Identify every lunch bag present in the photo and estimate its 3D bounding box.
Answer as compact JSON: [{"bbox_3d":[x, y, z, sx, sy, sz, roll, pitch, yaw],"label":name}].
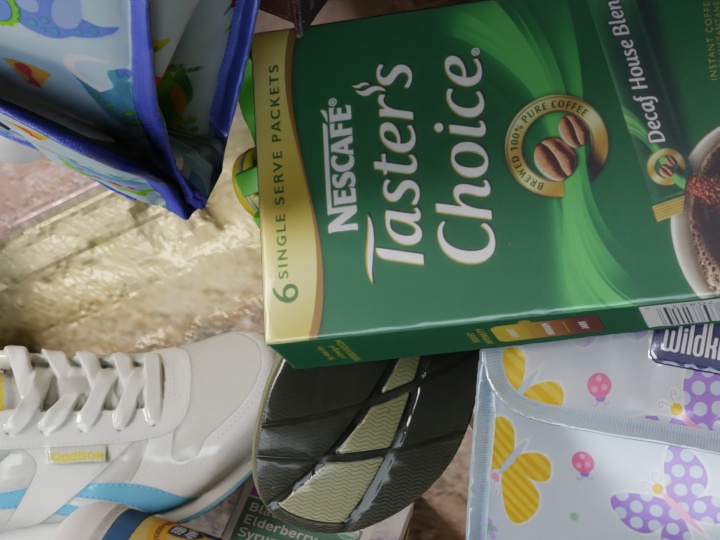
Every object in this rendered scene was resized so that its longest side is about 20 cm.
[{"bbox_3d":[0.132,0.046,0.892,0.169,0.127,0.201,13,119,14],"label":"lunch bag"},{"bbox_3d":[-0.120,-0.113,0.760,0.169,0.128,0.200,24,146,11],"label":"lunch bag"}]

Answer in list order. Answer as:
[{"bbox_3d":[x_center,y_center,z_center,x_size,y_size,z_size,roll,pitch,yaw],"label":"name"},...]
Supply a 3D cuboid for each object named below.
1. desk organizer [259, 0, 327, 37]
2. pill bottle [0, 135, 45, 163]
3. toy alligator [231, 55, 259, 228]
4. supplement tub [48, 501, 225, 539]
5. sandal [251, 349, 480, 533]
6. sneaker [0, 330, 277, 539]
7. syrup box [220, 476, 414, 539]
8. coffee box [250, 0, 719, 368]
[{"bbox_3d":[-0.042,-0.183,0.787,0.077,0.072,0.201,22,146,20],"label":"desk organizer"},{"bbox_3d":[-0.157,-0.109,0.903,0.199,0.112,0.113,22,132,6],"label":"pill bottle"},{"bbox_3d":[0.000,0.000,0.958,0.059,0.054,0.200,-20,117,35],"label":"toy alligator"},{"bbox_3d":[-0.046,0.192,0.965,0.199,0.145,0.145,18,132,6],"label":"supplement tub"},{"bbox_3d":[0.013,0.006,0.909,0.079,0.057,0.202,17,89,-8],"label":"sandal"},{"bbox_3d":[-0.123,0.071,1.024,0.199,0.077,0.081,-20,134,12],"label":"sneaker"},{"bbox_3d":[-0.032,0.189,1.107,0.078,0.082,0.201,16,132,8],"label":"syrup box"},{"bbox_3d":[0.060,-0.036,0.835,0.199,0.124,0.044,-5,166,13],"label":"coffee box"}]
